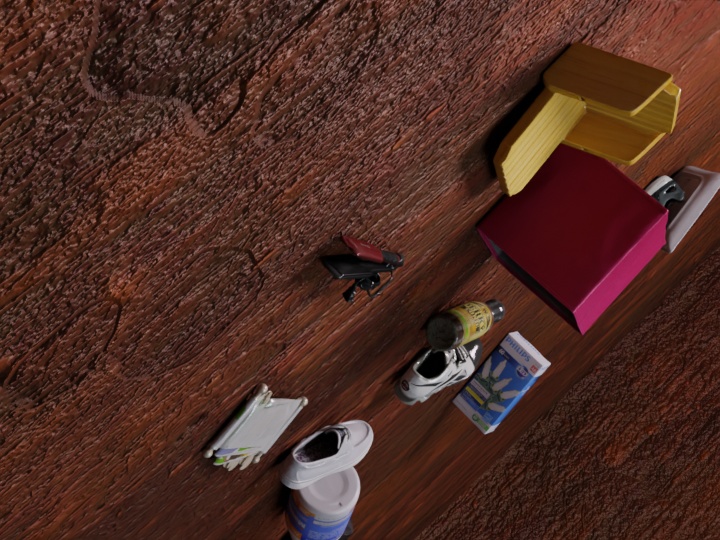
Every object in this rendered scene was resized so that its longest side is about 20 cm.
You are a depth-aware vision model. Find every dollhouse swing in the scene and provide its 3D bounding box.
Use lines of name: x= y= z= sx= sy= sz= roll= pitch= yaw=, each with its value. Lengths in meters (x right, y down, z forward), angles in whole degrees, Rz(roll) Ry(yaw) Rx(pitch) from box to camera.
dollhouse swing: x=0.294 y=-0.166 z=1.419 sx=0.177 sy=0.181 sz=0.200 roll=-65 pitch=163 yaw=-8

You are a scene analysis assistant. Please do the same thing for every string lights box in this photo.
string lights box: x=0.299 y=0.238 z=2.314 sx=0.200 sy=0.103 sz=0.059 roll=-53 pitch=159 yaw=18

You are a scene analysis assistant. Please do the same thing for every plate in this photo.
plate: x=0.677 y=-0.140 z=2.336 sx=0.200 sy=0.032 sz=0.200 roll=-54 pitch=-170 yaw=6

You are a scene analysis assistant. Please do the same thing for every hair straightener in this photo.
hair straightener: x=0.000 y=0.000 z=1.325 sx=0.077 sy=0.041 sz=0.200 roll=-50 pitch=165 yaw=12

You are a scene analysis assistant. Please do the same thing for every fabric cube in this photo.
fabric cube: x=0.323 y=-0.053 z=1.643 sx=0.200 sy=0.196 sz=0.200 roll=-48 pitch=160 yaw=0

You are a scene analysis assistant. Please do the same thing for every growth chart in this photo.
growth chart: x=-0.141 y=0.217 z=1.478 sx=0.145 sy=0.018 sz=0.200 roll=-47 pitch=161 yaw=4

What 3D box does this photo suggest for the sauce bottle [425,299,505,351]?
sauce bottle: x=0.181 y=0.085 z=1.825 sx=0.200 sy=0.065 sz=0.065 roll=-19 pitch=148 yaw=-56

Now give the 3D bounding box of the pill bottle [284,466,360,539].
pill bottle: x=-0.070 y=0.404 z=1.859 sx=0.112 sy=0.112 sz=0.200 roll=-34 pitch=157 yaw=-31

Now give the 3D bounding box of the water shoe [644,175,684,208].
water shoe: x=0.593 y=-0.106 z=2.279 sx=0.200 sy=0.079 sz=0.071 roll=-51 pitch=160 yaw=13

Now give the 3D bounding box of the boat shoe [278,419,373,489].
boat shoe: x=-0.047 y=0.278 z=1.737 sx=0.199 sy=0.072 sz=0.069 roll=-15 pitch=146 yaw=-41

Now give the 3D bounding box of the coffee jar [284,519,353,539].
coffee jar: x=-0.104 y=0.540 z=2.100 sx=0.200 sy=0.085 sz=0.104 roll=-49 pitch=161 yaw=6

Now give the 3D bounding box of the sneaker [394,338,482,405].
sneaker: x=0.151 y=0.157 z=1.884 sx=0.200 sy=0.074 sz=0.089 roll=-32 pitch=159 yaw=-36
